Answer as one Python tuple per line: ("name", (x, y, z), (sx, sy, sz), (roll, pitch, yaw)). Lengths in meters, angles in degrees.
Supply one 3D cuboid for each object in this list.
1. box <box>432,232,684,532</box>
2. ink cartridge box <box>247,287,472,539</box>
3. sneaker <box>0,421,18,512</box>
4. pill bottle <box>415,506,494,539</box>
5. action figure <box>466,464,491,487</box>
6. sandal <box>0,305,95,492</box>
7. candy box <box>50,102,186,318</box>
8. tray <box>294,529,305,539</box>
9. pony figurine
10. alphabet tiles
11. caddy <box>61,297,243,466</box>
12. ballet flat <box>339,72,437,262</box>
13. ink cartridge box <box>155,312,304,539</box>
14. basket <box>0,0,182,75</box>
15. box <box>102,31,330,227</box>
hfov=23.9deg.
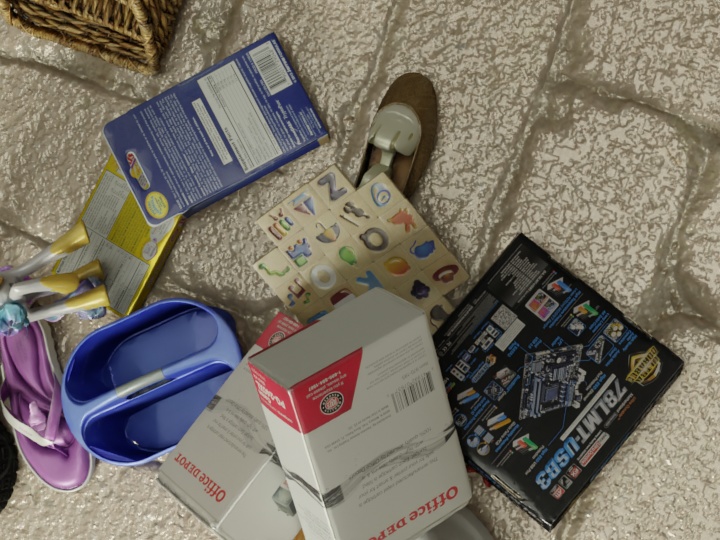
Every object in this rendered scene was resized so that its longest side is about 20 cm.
("box", (0.162, 0.102, 1.577), (0.198, 0.050, 0.200), (39, 82, 14))
("ink cartridge box", (0.002, 0.141, 1.486), (0.083, 0.145, 0.201), (27, 139, 52))
("sneaker", (-0.418, 0.170, 1.778), (0.090, 0.076, 0.201), (-17, 76, 26))
("pill bottle", (0.030, 0.311, 1.595), (0.200, 0.120, 0.120), (-44, 77, 24))
("action figure", (0.019, 0.202, 1.619), (0.199, 0.099, 0.066), (-8, 113, 19))
("sandal", (-0.338, 0.135, 1.757), (0.082, 0.050, 0.204), (-25, 82, 15))
("candy box", (-0.230, -0.060, 1.743), (0.102, 0.026, 0.201), (31, 97, 18))
("tray", (-0.069, 0.327, 1.595), (0.037, 0.099, 0.201), (17, 98, -22))
("pony figurine", (-0.350, 0.034, 1.681), (0.199, 0.193, 0.167), (-18, 71, -6))
("alphabet tiles", (0.000, 0.000, 1.627), (0.166, 0.006, 0.200), (-35, 105, 22))
("caddy", (-0.199, 0.110, 1.685), (0.199, 0.105, 0.142), (-25, 80, 15))
("ballet flat", (0.022, -0.096, 1.641), (0.067, 0.072, 0.201), (22, 94, 18))
("ink cartridge box", (-0.081, 0.157, 1.580), (0.200, 0.085, 0.145), (-51, 32, -8))
("basket", (-0.285, -0.297, 1.706), (0.199, 0.143, 0.150), (22, 94, 17))
("box", (-0.145, -0.137, 1.693), (0.199, 0.032, 0.122), (-28, 81, -1))
